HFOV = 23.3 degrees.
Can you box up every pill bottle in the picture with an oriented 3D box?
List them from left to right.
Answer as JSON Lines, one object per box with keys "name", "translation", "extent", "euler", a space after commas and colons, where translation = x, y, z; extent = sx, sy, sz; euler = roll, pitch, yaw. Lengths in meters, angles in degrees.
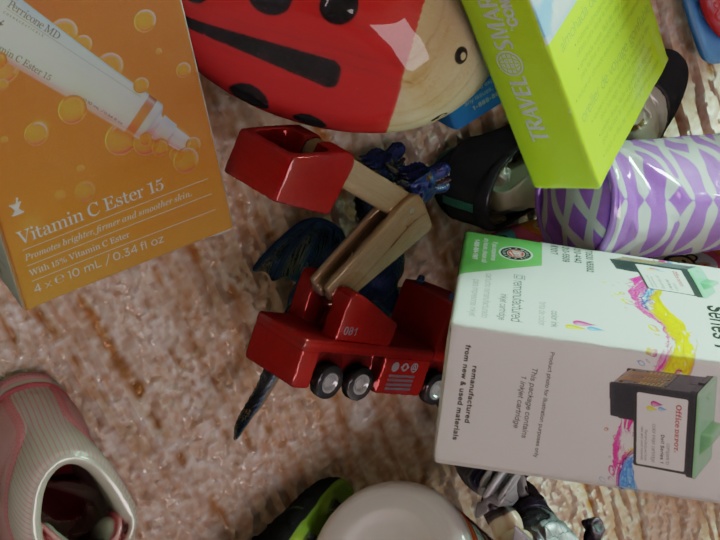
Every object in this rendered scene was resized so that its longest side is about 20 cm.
{"name": "pill bottle", "translation": [0.053, 0.218, 1.145], "extent": [0.110, 0.110, 0.200], "euler": [-46, 145, -2]}

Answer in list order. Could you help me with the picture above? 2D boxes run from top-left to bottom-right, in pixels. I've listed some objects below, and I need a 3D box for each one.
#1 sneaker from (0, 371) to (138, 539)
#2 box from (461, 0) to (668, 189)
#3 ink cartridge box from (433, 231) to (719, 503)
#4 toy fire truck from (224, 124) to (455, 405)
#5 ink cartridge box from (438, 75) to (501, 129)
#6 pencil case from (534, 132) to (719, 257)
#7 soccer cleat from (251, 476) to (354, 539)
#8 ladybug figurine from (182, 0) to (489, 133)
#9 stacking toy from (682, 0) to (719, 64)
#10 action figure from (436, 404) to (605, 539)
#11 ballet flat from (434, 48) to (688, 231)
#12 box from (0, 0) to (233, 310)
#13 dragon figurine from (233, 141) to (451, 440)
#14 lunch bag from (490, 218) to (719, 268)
{"name": "sneaker", "translation": [-0.175, 0.167, 1.017], "extent": [0.075, 0.105, 0.201], "euler": [-15, 121, -25]}
{"name": "box", "translation": [0.101, -0.156, 0.915], "extent": [0.122, 0.048, 0.200], "euler": [-57, 136, -37]}
{"name": "ink cartridge box", "translation": [0.145, 0.052, 0.939], "extent": [0.199, 0.145, 0.084], "euler": [8, 111, 3]}
{"name": "toy fire truck", "translation": [0.000, 0.000, 0.986], "extent": [0.200, 0.049, 0.141], "euler": [7, 106, -45]}
{"name": "ink cartridge box", "translation": [0.060, -0.206, 0.983], "extent": [0.146, 0.084, 0.200], "euler": [-33, 126, -12]}
{"name": "pencil case", "translation": [0.199, -0.052, 1.059], "extent": [0.199, 0.084, 0.086], "euler": [-7, 93, -36]}
{"name": "soccer cleat", "translation": [-0.077, 0.206, 1.117], "extent": [0.200, 0.081, 0.068], "euler": [-53, 143, -24]}
{"name": "ladybug figurine", "translation": [-0.027, -0.131, 0.924], "extent": [0.199, 0.072, 0.136], "euler": [17, 134, 4]}
{"name": "stacking toy", "translation": [0.292, -0.168, 1.063], "extent": [0.116, 0.200, 0.110], "euler": [-31, 125, -13]}
{"name": "action figure", "translation": [0.104, 0.146, 1.105], "extent": [0.069, 0.200, 0.130], "euler": [-32, 129, 3]}
{"name": "ballet flat", "translation": [0.141, -0.079, 1.101], "extent": [0.200, 0.073, 0.073], "euler": [-26, 123, -17]}
{"name": "box", "translation": [-0.157, -0.102, 0.900], "extent": [0.124, 0.097, 0.201], "euler": [-23, 122, -19]}
{"name": "dragon figurine", "translation": [-0.023, 0.007, 1.054], "extent": [0.200, 0.059, 0.100], "euler": [-37, 126, -10]}
{"name": "lunch bag", "translation": [0.179, 0.025, 1.106], "extent": [0.199, 0.176, 0.082], "euler": [-13, 119, -24]}
